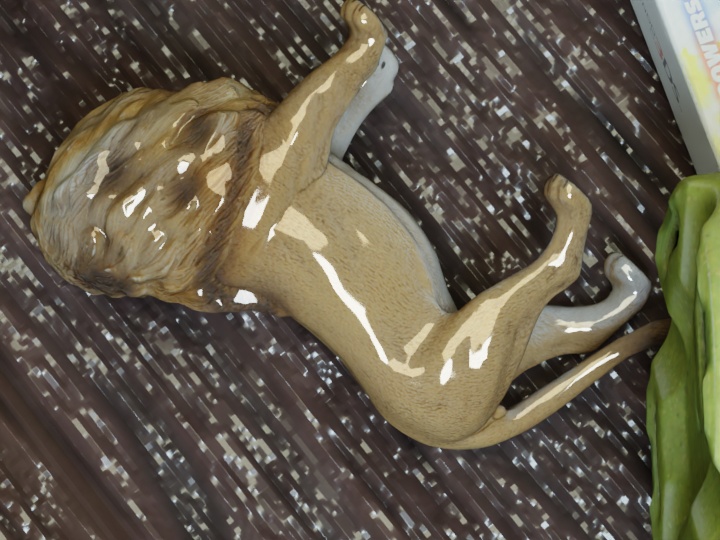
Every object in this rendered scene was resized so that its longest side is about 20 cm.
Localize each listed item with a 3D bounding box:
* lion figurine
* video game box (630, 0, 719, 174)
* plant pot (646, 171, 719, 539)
[{"bbox_3d":[0.000,0.000,0.843,0.200,0.072,0.123,39,85,6],"label":"lion figurine"},{"bbox_3d":[0.183,-0.097,0.881,0.181,0.047,0.201,-17,76,-6],"label":"video game box"},{"bbox_3d":[0.178,0.039,0.760,0.183,0.200,0.202,1,75,-2],"label":"plant pot"}]
